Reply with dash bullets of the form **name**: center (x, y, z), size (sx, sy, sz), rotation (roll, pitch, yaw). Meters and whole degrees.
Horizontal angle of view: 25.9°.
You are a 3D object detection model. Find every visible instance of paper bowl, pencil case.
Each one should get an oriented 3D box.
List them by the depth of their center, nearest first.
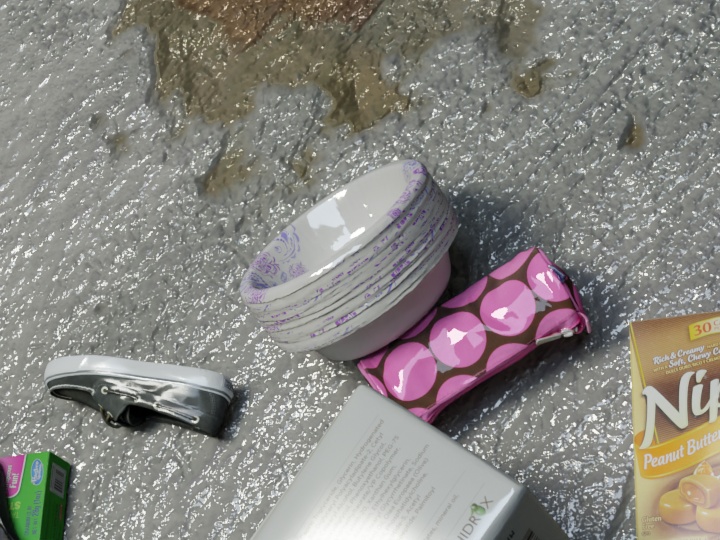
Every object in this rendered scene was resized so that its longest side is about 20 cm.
- **pencil case**: center (0.099, 0.064, 1.350), size (0.199, 0.091, 0.094), rotation (-34, 61, 7)
- **paper bowl**: center (0.000, 0.000, 1.382), size (0.200, 0.105, 0.201), rotation (-34, 16, 11)

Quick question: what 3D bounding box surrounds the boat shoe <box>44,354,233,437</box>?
- **boat shoe**: center (-0.215, 0.119, 1.470), size (0.198, 0.069, 0.057), rotation (3, 66, 22)

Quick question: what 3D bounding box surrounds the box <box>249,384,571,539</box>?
- **box**: center (0.038, 0.238, 1.217), size (0.171, 0.199, 0.201), rotation (30, 79, 33)

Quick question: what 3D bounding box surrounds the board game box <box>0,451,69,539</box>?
- **board game box**: center (-0.378, 0.260, 1.484), size (0.198, 0.040, 0.155), rotation (-10, 61, 19)

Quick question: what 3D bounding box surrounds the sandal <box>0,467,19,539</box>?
- **sandal**: center (-0.345, 0.252, 1.423), size (0.076, 0.043, 0.201), rotation (-34, 56, 4)

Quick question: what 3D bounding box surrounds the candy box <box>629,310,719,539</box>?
- **candy box**: center (0.279, 0.135, 1.251), size (0.114, 0.055, 0.202), rotation (-8, 62, 20)
